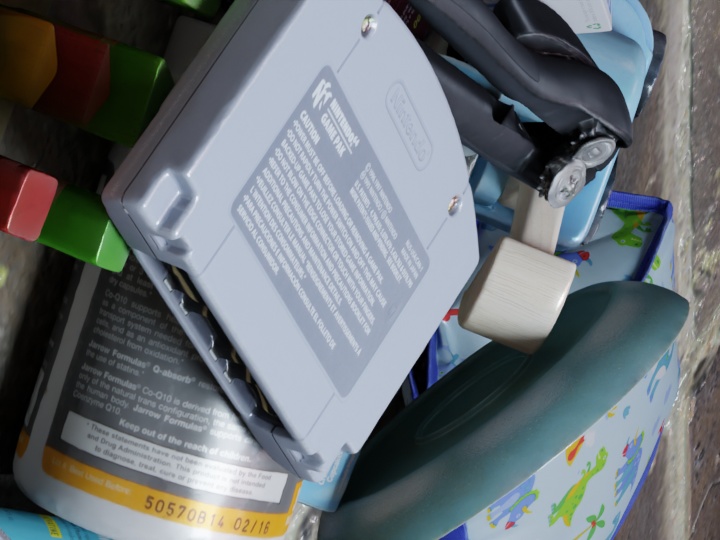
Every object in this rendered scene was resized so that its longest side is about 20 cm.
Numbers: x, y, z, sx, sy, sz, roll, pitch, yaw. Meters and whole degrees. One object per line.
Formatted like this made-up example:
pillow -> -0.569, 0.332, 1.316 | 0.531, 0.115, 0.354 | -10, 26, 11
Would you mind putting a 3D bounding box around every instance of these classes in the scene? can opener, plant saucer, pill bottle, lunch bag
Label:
can opener -> 0.047, -0.076, 1.188 | 0.063, 0.079, 0.200 | -44, 151, 15
plant saucer -> 0.055, 0.063, 1.307 | 0.200, 0.027, 0.200 | -37, -173, 5
pill bottle -> -0.058, 0.008, 1.190 | 0.116, 0.116, 0.201 | 8, 101, -66
lunch bag -> 0.082, 0.076, 1.533 | 0.170, 0.127, 0.200 | 78, 29, -51

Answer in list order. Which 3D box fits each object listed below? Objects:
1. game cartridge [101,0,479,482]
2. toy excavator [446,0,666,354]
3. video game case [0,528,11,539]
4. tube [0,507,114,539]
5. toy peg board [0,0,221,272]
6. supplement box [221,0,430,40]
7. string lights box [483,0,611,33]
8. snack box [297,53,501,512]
game cartridge -> -0.017, -0.023, 1.088 | 0.134, 0.040, 0.200 | -53, 147, -18
toy excavator -> 0.078, -0.055, 1.351 | 0.200, 0.100, 0.195 | 137, -26, -81
video game case -> -0.165, 0.162, 1.096 | 0.143, 0.019, 0.200 | -53, 130, -21
tube -> -0.072, 0.130, 1.201 | 0.199, 0.077, 0.051 | 11, 99, -29
toy peg board -> -0.125, -0.099, 0.986 | 0.199, 0.098, 0.201 | 20, 90, -67
supplement box -> -0.016, -0.157, 1.218 | 0.109, 0.061, 0.200 | -61, 154, -20
string lights box -> 0.070, -0.210, 1.263 | 0.103, 0.059, 0.201 | 53, 35, -69
snack box -> 0.000, 0.000, 1.325 | 0.116, 0.037, 0.201 | -150, -98, -78
